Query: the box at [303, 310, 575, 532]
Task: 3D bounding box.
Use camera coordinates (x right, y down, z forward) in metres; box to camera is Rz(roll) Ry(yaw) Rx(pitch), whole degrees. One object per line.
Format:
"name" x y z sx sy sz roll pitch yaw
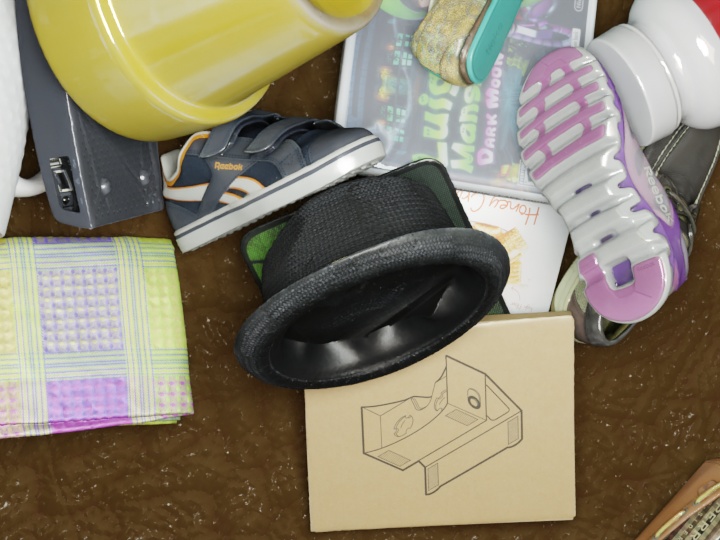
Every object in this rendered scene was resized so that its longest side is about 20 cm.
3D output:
"box" 0.058 0.111 1.642 0.198 0.021 0.165 -3 112 0

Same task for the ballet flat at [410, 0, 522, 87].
"ballet flat" 0.099 -0.220 1.589 0.071 0.071 0.201 34 74 -9

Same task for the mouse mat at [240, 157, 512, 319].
"mouse mat" 0.021 0.029 1.621 0.160 0.008 0.201 -22 114 8

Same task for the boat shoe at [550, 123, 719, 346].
"boat shoe" 0.216 -0.030 1.639 0.072 0.066 0.202 35 86 -34

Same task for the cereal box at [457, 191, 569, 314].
"cereal box" 0.081 -0.034 1.650 0.143 0.040 0.201 13 94 -7

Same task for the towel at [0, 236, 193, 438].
"towel" -0.223 0.046 1.598 0.199 0.023 0.145 -4 80 -18

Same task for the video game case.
"video game case" 0.077 -0.157 1.613 0.180 0.023 0.202 8 80 -8

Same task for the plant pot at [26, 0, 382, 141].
"plant pot" -0.090 -0.202 1.490 0.188 0.200 0.202 -11 99 37

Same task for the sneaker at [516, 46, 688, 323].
"sneaker" 0.177 -0.060 1.573 0.080 0.088 0.201 -26 78 33

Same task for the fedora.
"fedora" 0.000 0.000 1.540 0.199 0.201 0.092 -15 62 -5

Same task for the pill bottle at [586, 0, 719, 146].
"pill bottle" 0.266 -0.172 1.604 0.199 0.112 0.113 -29 98 -14

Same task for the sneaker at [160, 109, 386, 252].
"sneaker" -0.071 -0.076 1.566 0.199 0.078 0.080 -21 92 41

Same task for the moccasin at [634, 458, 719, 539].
"moccasin" 0.233 0.233 1.675 0.074 0.078 0.201 43 90 -9

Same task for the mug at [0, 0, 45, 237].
"mug" -0.279 -0.119 1.561 0.199 0.147 0.177 16 82 -38

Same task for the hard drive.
"hard drive" -0.191 -0.134 1.568 0.042 0.135 0.202 -6 96 20
